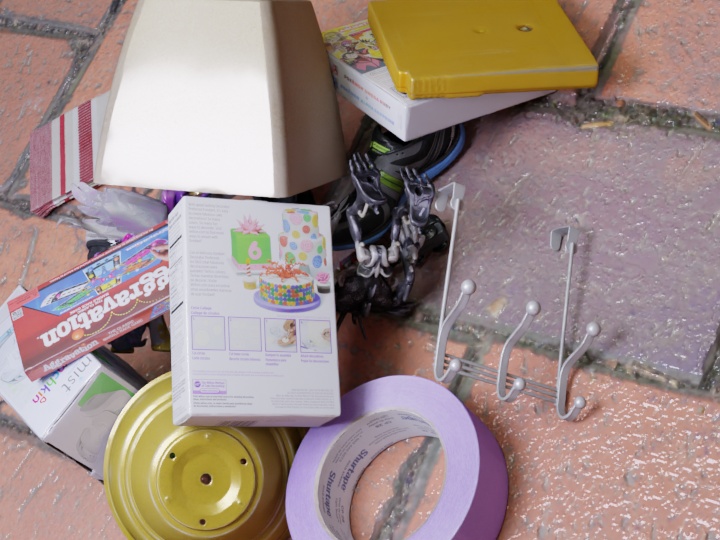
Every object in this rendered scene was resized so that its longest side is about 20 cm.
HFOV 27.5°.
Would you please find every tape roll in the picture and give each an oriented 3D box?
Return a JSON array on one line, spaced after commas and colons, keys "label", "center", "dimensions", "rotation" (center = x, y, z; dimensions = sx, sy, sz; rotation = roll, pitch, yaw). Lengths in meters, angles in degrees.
[{"label": "tape roll", "center": [0.032, 0.200, 1.334], "dimensions": [0.198, 0.066, 0.202], "rotation": [-17, 54, 25]}]

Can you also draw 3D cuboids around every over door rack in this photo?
[{"label": "over door rack", "center": [0.139, 0.020, 1.315], "dimensions": [0.067, 0.147, 0.202], "rotation": [-39, 40, 50]}]

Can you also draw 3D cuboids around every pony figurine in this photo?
[{"label": "pony figurine", "center": [-0.214, -0.015, 1.525], "dimensions": [0.166, 0.191, 0.203], "rotation": [161, 111, -69]}]

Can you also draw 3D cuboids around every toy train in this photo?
[{"label": "toy train", "center": [0.000, 0.000, 1.501], "dimensions": [0.199, 0.034, 0.046], "rotation": [-30, 45, 14]}]

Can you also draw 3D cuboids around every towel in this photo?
[{"label": "towel", "center": [-0.327, -0.161, 1.826], "dimensions": [0.198, 0.023, 0.145], "rotation": [-25, 49, 16]}]

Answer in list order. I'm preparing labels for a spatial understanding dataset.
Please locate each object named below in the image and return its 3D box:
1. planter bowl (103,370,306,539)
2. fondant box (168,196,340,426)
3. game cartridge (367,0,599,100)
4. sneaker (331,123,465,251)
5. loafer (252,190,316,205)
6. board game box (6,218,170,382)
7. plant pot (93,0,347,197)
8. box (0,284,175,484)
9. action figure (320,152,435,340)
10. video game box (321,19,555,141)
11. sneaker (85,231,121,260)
[{"label": "planter bowl", "center": [-0.142, 0.189, 1.365], "dimensions": [0.198, 0.083, 0.203], "rotation": [0, 88, -5]}, {"label": "fondant box", "center": [-0.098, 0.039, 1.341], "dimensions": [0.058, 0.143, 0.202], "rotation": [146, 124, -64]}, {"label": "game cartridge", "center": [0.118, -0.227, 1.471], "dimensions": [0.198, 0.033, 0.177], "rotation": [-6, 36, -8]}, {"label": "sneaker", "center": [0.021, -0.101, 1.505], "dimensions": [0.200, 0.083, 0.071], "rotation": [-46, 39, -10]}, {"label": "loafer", "center": [-0.105, -0.130, 1.584], "dimensions": [0.068, 0.070, 0.202], "rotation": [-29, 74, 13]}, {"label": "board game box", "center": [-0.239, 0.022, 1.407], "dimensions": [0.199, 0.020, 0.103], "rotation": [-28, 46, -2]}, {"label": "plant pot", "center": [-0.129, -0.177, 1.433], "dimensions": [0.198, 0.200, 0.179], "rotation": [6, 102, 16]}, {"label": "box", "center": [-0.273, 0.134, 1.486], "dimensions": [0.097, 0.200, 0.176], "rotation": [-51, 47, -6]}, {"label": "action figure", "center": [0.010, -0.023, 1.421], "dimensions": [0.117, 0.201, 0.103], "rotation": [7, 47, -13]}, {"label": "video game box", "center": [0.071, -0.211, 1.508], "dimensions": [0.199, 0.047, 0.182], "rotation": [-20, 42, -29]}, {"label": "sneaker", "center": [-0.223, 0.002, 1.625], "dimensions": [0.198, 0.075, 0.115], "rotation": [-3, 70, 27]}]
